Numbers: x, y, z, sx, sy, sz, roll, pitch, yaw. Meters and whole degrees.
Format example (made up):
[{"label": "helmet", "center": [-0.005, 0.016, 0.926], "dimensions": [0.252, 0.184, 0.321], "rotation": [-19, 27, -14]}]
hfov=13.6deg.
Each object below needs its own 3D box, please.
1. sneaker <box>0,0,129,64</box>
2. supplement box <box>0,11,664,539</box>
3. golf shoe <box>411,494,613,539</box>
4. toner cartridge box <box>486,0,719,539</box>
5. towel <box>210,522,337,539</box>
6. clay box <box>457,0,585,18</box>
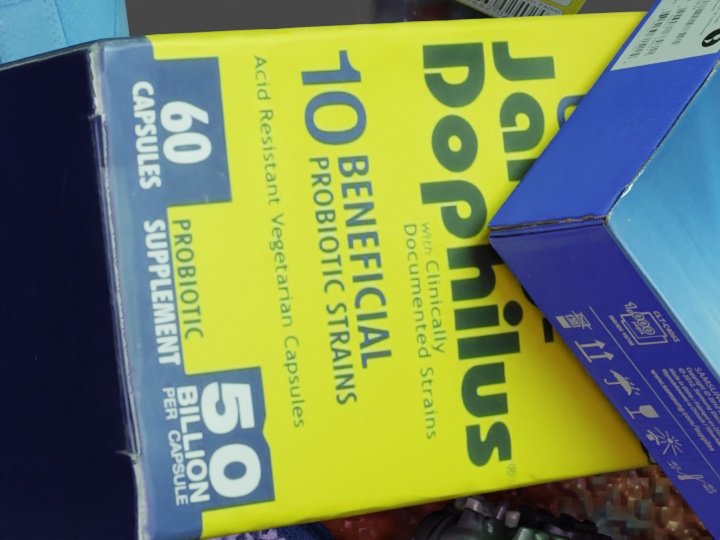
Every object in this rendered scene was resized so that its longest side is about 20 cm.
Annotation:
[{"label": "sneaker", "center": [-0.103, -0.120, 0.767], "dimensions": [0.066, 0.078, 0.201], "rotation": [-14, 92, -9]}, {"label": "supplement box", "center": [0.000, 0.000, 0.722], "dimensions": [0.199, 0.109, 0.109], "rotation": [-7, 90, -35]}, {"label": "golf shoe", "center": [0.090, 0.117, 0.772], "dimensions": [0.199, 0.077, 0.088], "rotation": [15, 91, -29]}, {"label": "toner cartridge box", "center": [0.121, 0.030, 0.711], "dimensions": [0.200, 0.043, 0.095], "rotation": [51, 59, -23]}, {"label": "towel", "center": [-0.075, 0.139, 0.780], "dimensions": [0.112, 0.049, 0.200], "rotation": [43, 84, -5]}, {"label": "clay box", "center": [0.036, -0.143, 0.724], "dimensions": [0.115, 0.200, 0.048], "rotation": [24, 57, -6]}]
